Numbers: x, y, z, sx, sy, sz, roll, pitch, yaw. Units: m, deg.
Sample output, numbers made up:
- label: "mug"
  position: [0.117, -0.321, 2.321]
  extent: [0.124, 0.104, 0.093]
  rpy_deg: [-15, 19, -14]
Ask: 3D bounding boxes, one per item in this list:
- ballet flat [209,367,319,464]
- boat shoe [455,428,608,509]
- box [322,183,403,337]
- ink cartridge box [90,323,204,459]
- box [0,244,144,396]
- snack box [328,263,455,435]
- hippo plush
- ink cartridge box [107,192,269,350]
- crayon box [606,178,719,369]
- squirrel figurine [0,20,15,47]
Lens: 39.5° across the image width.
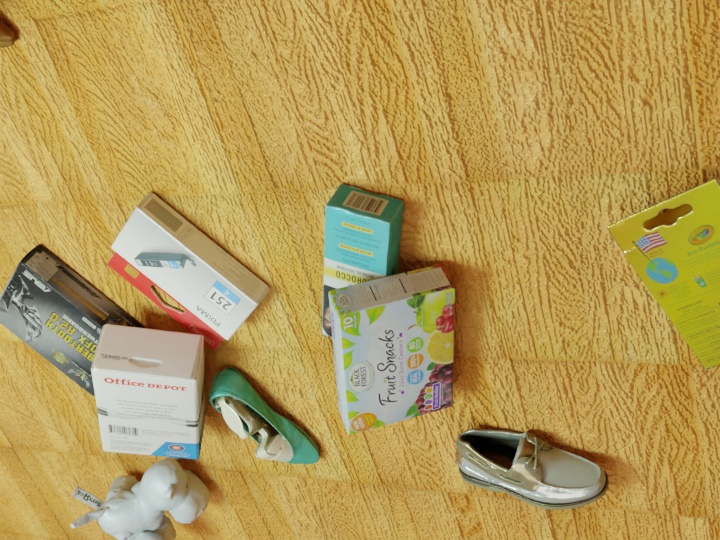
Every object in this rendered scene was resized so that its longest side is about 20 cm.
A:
- label: "ballet flat"
  position: [-0.145, 0.228, 1.441]
  extent: [0.200, 0.071, 0.067]
  rpy_deg: [46, 132, -13]
- label: "boat shoe"
  position: [0.212, 0.247, 1.271]
  extent: [0.198, 0.075, 0.069]
  rpy_deg: [2, 133, 27]
- label: "box"
  position: [0.000, 0.000, 1.198]
  extent: [0.081, 0.049, 0.202]
  rpy_deg: [16, 131, 15]
- label: "ink cartridge box"
  position: [-0.296, 0.176, 1.429]
  extent: [0.144, 0.085, 0.201]
  rpy_deg: [7, 136, -3]
- label: "box"
  position: [-0.433, 0.077, 1.482]
  extent: [0.200, 0.048, 0.158]
  rpy_deg: [40, 132, -7]
- label: "snack box"
  position: [0.039, 0.097, 1.200]
  extent: [0.140, 0.053, 0.202]
  rpy_deg: [-13, 131, -10]
- label: "hippo plush"
  position: [-0.336, 0.358, 1.623]
  extent: [0.161, 0.160, 0.200]
  rpy_deg: [-41, 120, 12]
- label: "ink cartridge box"
  position: [-0.243, 0.018, 1.341]
  extent: [0.199, 0.045, 0.176]
  rpy_deg: [39, 132, -6]
- label: "crayon box"
  position: [0.356, -0.004, 1.011]
  extent: [0.126, 0.051, 0.200]
  rpy_deg: [-25, 112, 39]
- label: "squirrel figurine"
  position: [-0.541, -0.284, 1.152]
  extent: [0.198, 0.187, 0.143]
  rpy_deg: [4, 128, 24]
